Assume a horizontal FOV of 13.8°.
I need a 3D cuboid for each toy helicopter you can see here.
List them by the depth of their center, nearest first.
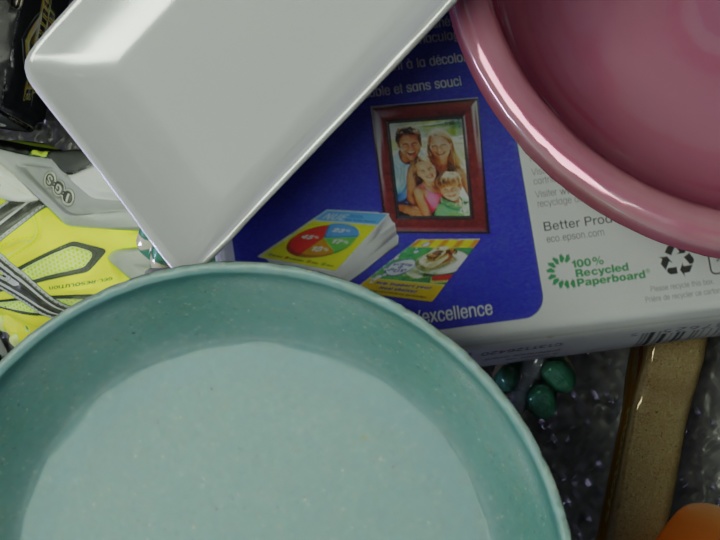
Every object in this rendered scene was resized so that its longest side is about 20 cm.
[{"bbox_3d":[0.084,0.098,0.953,0.079,0.132,0.200,12,78,0],"label":"toy helicopter"}]

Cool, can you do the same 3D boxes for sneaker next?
[{"bbox_3d":[-0.132,-0.011,1.082,0.200,0.075,0.076,8,94,28],"label":"sneaker"}]

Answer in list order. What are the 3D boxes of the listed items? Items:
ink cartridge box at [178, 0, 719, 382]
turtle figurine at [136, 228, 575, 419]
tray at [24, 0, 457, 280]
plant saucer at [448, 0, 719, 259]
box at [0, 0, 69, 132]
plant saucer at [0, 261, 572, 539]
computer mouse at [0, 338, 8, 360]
[{"bbox_3d":[0.043,-0.070,0.954,0.198,0.047,0.200,-7,74,-4],"label":"ink cartridge box"},{"bbox_3d":[0.000,0.000,1.000,0.150,0.101,0.200,11,80,-1],"label":"turtle figurine"},{"bbox_3d":[-0.009,-0.099,0.897,0.200,0.022,0.107,-47,58,12],"label":"tray"},{"bbox_3d":[0.123,-0.096,0.918,0.200,0.051,0.201,1,76,-4],"label":"plant saucer"},{"bbox_3d":[-0.196,-0.162,1.092,0.200,0.050,0.199,8,84,16],"label":"box"},{"bbox_3d":[-0.034,0.096,0.890,0.200,0.036,0.200,0,95,6],"label":"plant saucer"},{"bbox_3d":[-0.143,0.081,1.105,0.110,0.044,0.200,-48,71,20],"label":"computer mouse"}]
